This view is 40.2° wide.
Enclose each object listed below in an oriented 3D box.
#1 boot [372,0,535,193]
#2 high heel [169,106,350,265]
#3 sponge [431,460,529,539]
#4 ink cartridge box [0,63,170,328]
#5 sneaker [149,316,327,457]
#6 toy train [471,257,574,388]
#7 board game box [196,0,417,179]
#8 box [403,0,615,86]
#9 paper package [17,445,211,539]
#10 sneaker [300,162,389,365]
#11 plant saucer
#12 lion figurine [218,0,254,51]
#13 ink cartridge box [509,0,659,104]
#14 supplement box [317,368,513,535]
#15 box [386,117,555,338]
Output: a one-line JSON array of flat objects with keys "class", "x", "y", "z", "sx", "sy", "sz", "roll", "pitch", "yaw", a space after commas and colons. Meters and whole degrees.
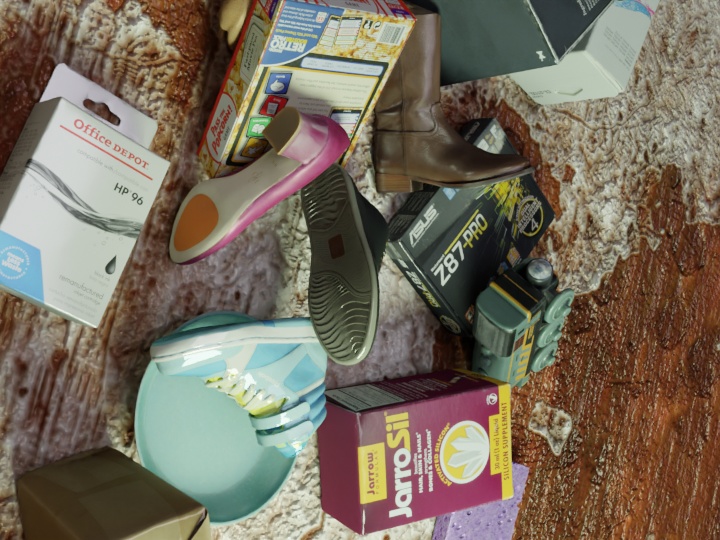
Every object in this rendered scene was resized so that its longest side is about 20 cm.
[{"class": "boot", "x": 0.088, "y": -0.189, "z": 1.042, "sx": 0.064, "sy": 0.182, "sz": 0.205, "roll": -29, "pitch": 115, "yaw": -73}, {"class": "high heel", "x": -0.096, "y": -0.072, "z": 0.934, "sx": 0.201, "sy": 0.068, "sz": 0.095, "roll": -49, "pitch": 151, "yaw": 17}, {"class": "sponge", "x": 0.136, "y": 0.322, "z": 1.190, "sx": 0.110, "sy": 0.030, "sz": 0.204, "roll": 21, "pitch": 82, "yaw": -35}, {"class": "ink cartridge box", "x": -0.246, "y": -0.068, "z": 0.852, "sx": 0.115, "sy": 0.067, "sz": 0.203, "roll": 30, "pitch": 75, "yaw": -35}, {"class": "sneaker", "x": -0.102, "y": 0.114, "z": 0.915, "sx": 0.197, "sy": 0.079, "sz": 0.134, "roll": -2, "pitch": 87, "yaw": -42}, {"class": "toy train", "x": 0.176, "y": 0.071, "z": 1.131, "sx": 0.113, "sy": 0.085, "sz": 0.202, "roll": -35, "pitch": 151, "yaw": -24}, {"class": "board game box", "x": -0.053, "y": -0.172, "z": 0.931, "sx": 0.149, "sy": 0.047, "sz": 0.202, "roll": -2, "pitch": 135, "yaw": -37}, {"class": "box", "x": 0.170, "y": -0.315, "z": 1.066, "sx": 0.197, "sy": 0.198, "sz": 0.125, "roll": -49, "pitch": 117, "yaw": -24}, {"class": "paper package", "x": -0.203, "y": 0.271, "z": 0.828, "sx": 0.102, "sy": 0.198, "sz": 0.195, "roll": -12, "pitch": 101, "yaw": -34}, {"class": "sneaker", "x": 0.000, "y": 0.000, "z": 0.976, "sx": 0.106, "sy": 0.074, "sz": 0.204, "roll": 30, "pitch": 50, "yaw": -58}, {"class": "plant saucer", "x": -0.139, "y": 0.141, "z": 0.954, "sx": 0.197, "sy": 0.036, "sz": 0.205, "roll": 4, "pitch": 84, "yaw": -42}, {"class": "lion figurine", "x": -0.095, "y": -0.274, "z": 0.887, "sx": 0.071, "sy": 0.123, "sz": 0.204, "roll": 8, "pitch": 110, "yaw": -3}, {"class": "ink cartridge box", "x": 0.273, "y": -0.312, "z": 1.176, "sx": 0.082, "sy": 0.145, "sz": 0.203, "roll": 33, "pitch": 74, "yaw": -32}, {"class": "supplement box", "x": 0.060, "y": 0.189, "z": 1.064, "sx": 0.196, "sy": 0.103, "sz": 0.134, "roll": -7, "pitch": 98, "yaw": -28}, {"class": "box", "x": 0.129, "y": -0.051, "z": 1.147, "sx": 0.201, "sy": 0.049, "sz": 0.162, "roll": -51, "pitch": 118, "yaw": -21}]
